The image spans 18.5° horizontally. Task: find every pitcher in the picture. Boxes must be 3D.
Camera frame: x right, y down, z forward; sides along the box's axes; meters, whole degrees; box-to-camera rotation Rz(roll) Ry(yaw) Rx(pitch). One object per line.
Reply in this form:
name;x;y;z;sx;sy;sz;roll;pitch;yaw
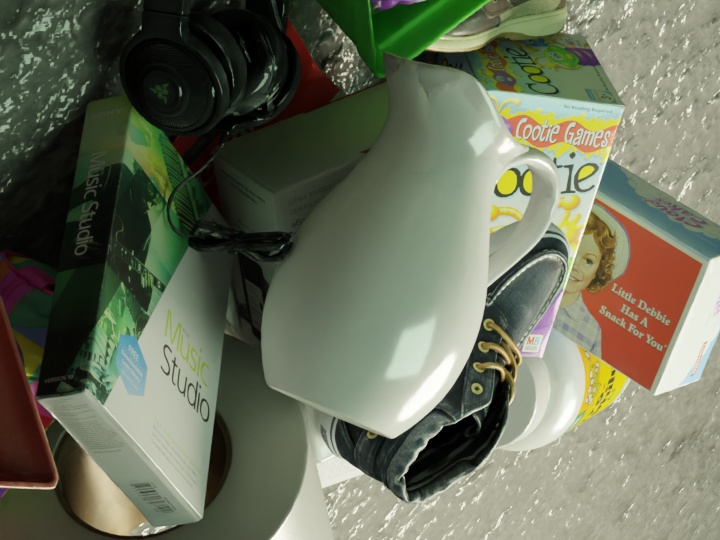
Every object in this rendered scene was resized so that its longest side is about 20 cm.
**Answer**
pitcher;0.037;-0.002;1.287;0.171;0.121;0.201;29;82;-44

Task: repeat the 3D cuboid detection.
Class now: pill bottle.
pill bottle;0.129;0.073;1.676;0.200;0.113;0.113;-18;135;-64

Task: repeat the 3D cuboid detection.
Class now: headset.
headset;-0.071;-0.108;1.240;0.123;0.094;0.201;-15;113;-63

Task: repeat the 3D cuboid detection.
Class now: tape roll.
tape roll;-0.121;0.151;1.343;0.203;0.202;0.139;-42;148;-22

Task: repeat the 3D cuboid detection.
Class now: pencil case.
pencil case;-0.222;0.086;1.252;0.200;0.088;0.088;-56;150;-2

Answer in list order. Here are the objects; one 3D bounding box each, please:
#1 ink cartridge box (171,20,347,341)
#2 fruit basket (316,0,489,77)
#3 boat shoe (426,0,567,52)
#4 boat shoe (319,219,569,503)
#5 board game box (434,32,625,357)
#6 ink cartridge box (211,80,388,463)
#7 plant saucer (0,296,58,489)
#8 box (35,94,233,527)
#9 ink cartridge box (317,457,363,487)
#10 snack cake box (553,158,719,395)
ink cartridge box;-0.051;-0.045;1.404;0.161;0.050;0.200;-50;152;-10
fruit basket;0.081;-0.208;1.279;0.215;0.215;0.156;-38;146;-27
boat shoe;0.070;-0.182;1.427;0.201;0.072;0.066;-14;121;-50
boat shoe;0.073;0.058;1.352;0.200;0.091;0.071;-44;131;-9
board game box;0.093;-0.054;1.507;0.103;0.105;0.201;5;122;-16
ink cartridge box;0.000;0.000;1.387;0.145;0.083;0.201;-24;124;-24
plant saucer;-0.247;0.019;1.074;0.037;0.201;0.199;-30;160;24
box;-0.121;0.022;1.243;0.144;0.036;0.201;57;29;-49
ink cartridge box;-0.022;0.100;1.595;0.200;0.042;0.120;-16;131;-52
snack cake box;0.171;-0.013;1.601;0.067;0.200;0.115;-12;130;-50
